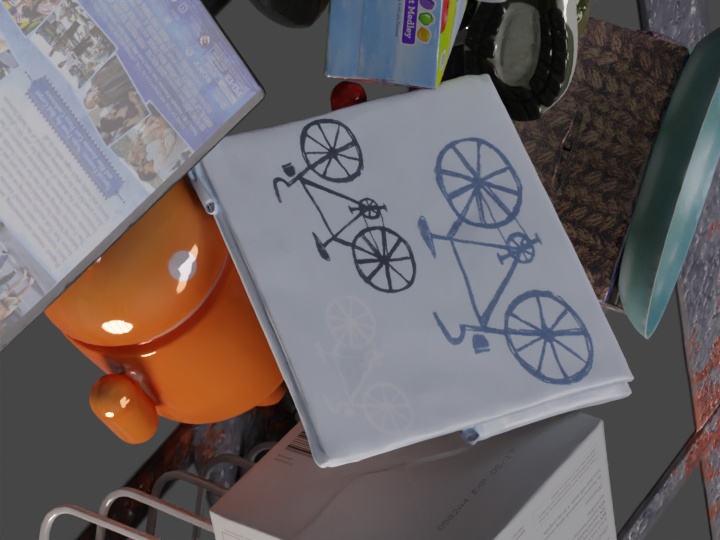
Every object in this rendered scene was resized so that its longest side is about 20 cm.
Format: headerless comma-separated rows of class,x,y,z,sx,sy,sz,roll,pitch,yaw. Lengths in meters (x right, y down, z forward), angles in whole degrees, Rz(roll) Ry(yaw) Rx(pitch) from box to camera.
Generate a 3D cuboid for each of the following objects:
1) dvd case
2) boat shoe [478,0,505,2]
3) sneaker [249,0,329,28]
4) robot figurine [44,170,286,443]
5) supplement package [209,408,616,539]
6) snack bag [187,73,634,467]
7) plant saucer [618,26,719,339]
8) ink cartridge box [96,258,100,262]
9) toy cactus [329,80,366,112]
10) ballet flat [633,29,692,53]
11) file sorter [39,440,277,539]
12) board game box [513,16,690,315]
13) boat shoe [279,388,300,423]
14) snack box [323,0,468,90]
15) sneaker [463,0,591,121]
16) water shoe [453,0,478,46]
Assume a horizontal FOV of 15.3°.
dvd case,-0.151,-0.068,1.237,0.200,0.018,0.143,-45,122,-15
boat shoe,0.090,-0.198,1.384,0.200,0.066,0.070,84,15,-63
sneaker,-0.031,-0.224,1.409,0.080,0.070,0.201,-40,137,-44
robot figurine,-0.099,0.007,1.381,0.144,0.117,0.200,-42,145,-1
supplement package,0.037,0.179,1.397,0.152,0.150,0.201,-42,135,-39
snack bag,0.024,0.002,1.341,0.199,0.190,0.021,-15,162,-32
plant saucer,0.192,-0.058,1.612,0.200,0.027,0.202,18,90,-80
ink cartridge box,-0.150,-0.114,1.266,0.108,0.050,0.201,12,97,-34
toy cactus,0.003,-0.017,1.466,0.200,0.101,0.166,58,38,-79
ballet flat,0.181,-0.065,1.822,0.069,0.071,0.201,26,84,-59
file sorter,-0.073,0.183,1.497,0.199,0.138,0.125,-14,116,-54
board game box,0.142,-0.066,1.678,0.200,0.096,0.161,19,89,-79
boat shoe,0.000,0.000,1.587,0.201,0.059,0.072,-57,178,-19
snack box,0.030,-0.209,1.438,0.200,0.067,0.170,-73,169,-67
sneaker,0.110,-0.190,1.528,0.089,0.076,0.201,-41,149,-65
water shoe,0.089,-0.227,1.592,0.079,0.071,0.201,7,101,-60
